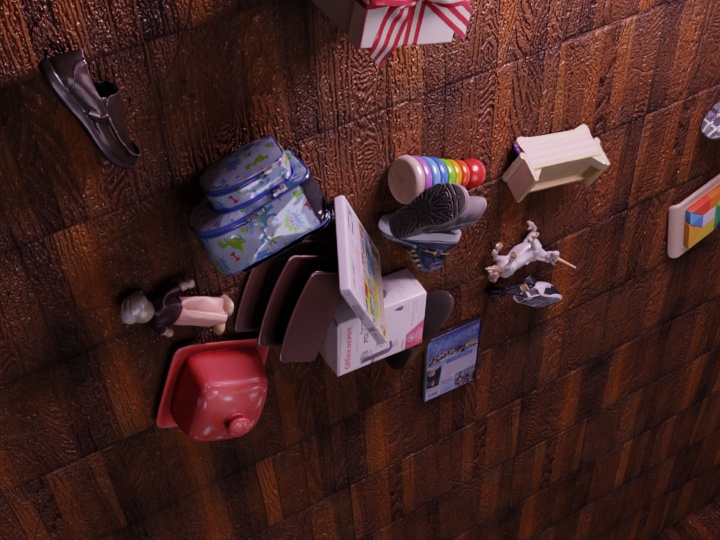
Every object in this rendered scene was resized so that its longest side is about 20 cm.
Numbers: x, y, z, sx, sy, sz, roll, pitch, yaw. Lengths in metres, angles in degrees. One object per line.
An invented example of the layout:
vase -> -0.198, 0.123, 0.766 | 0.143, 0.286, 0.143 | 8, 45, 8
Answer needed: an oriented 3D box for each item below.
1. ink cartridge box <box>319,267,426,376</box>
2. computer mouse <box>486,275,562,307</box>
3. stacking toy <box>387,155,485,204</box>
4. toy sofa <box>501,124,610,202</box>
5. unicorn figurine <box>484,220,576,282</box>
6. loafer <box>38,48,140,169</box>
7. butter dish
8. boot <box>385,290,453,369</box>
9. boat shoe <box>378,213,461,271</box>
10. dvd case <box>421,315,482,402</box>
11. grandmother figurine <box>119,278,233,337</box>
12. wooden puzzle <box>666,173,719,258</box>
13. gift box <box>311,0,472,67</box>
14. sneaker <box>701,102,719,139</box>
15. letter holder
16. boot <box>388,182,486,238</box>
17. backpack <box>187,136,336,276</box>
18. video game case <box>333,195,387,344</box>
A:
ink cartridge box -> 0.022, 0.099, 1.864 | 0.198, 0.085, 0.147 | -18, 135, -21
computer mouse -> 0.369, 0.044, 2.100 | 0.109, 0.044, 0.199 | -24, 158, 34
stacking toy -> 0.146, -0.171, 1.729 | 0.199, 0.085, 0.086 | -11, 133, -39
toy sofa -> 0.374, -0.209, 1.871 | 0.198, 0.098, 0.083 | -15, 159, -27
unicorn figurine -> 0.345, -0.035, 2.010 | 0.198, 0.074, 0.138 | -20, 148, -1
loafer -> -0.348, -0.216, 1.299 | 0.071, 0.073, 0.200 | -35, 140, -2
butter dish -> -0.245, 0.238, 1.735 | 0.198, 0.148, 0.202 | -4, 128, -36
boot -> 0.130, 0.118, 1.990 | 0.201, 0.074, 0.075 | -53, 157, 21
boat shoe -> 0.101, -0.047, 1.800 | 0.199, 0.071, 0.092 | 5, 121, -41
dvd case -> 0.202, 0.199, 2.142 | 0.141, 0.018, 0.201 | -21, 135, -22
grandmother figurine -> -0.308, 0.065, 1.602 | 0.199, 0.060, 0.122 | 3, 115, -42
wooden puzzle -> 0.823, -0.133, 2.304 | 0.199, 0.037, 0.186 | -31, 139, -11
gift box -> 0.050, -0.406, 1.348 | 0.183, 0.187, 0.202 | -15, 133, -26
sneaker -> 0.829, -0.342, 2.095 | 0.199, 0.078, 0.080 | -35, 149, -6
letter holder -> -0.127, 0.055, 1.698 | 0.141, 0.101, 0.201 | 0, 126, -35
boot -> 0.165, -0.106, 1.695 | 0.181, 0.073, 0.199 | -19, 169, 41
backpack -> -0.167, -0.103, 1.469 | 0.199, 0.183, 0.148 | -33, 117, -2
video game case -> 0.000, 0.000, 1.679 | 0.023, 0.202, 0.182 | -16, 142, 15
